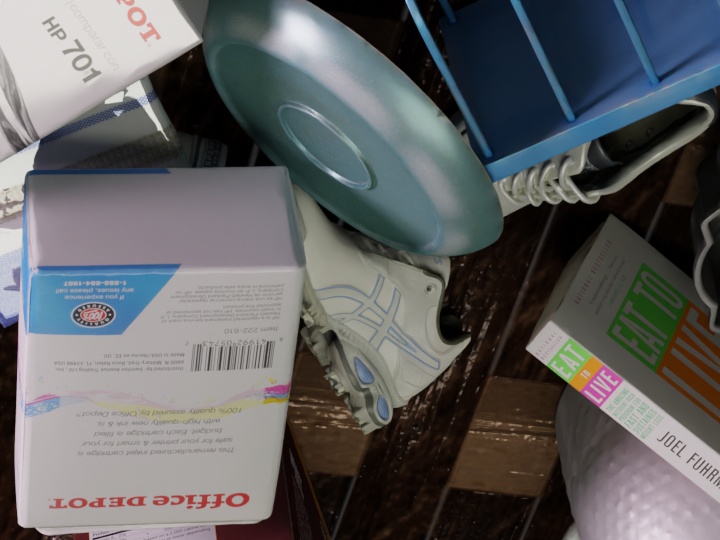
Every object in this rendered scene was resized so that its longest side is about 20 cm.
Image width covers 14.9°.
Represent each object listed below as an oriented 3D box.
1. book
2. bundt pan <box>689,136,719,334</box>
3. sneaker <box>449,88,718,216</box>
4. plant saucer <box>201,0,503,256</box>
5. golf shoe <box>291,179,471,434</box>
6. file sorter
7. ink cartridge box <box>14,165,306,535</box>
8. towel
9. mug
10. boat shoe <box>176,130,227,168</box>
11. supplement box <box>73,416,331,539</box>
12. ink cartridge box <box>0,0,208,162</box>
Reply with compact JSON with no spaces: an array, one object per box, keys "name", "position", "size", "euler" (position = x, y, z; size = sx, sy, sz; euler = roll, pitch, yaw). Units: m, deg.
[{"name":"book","position":[0.193,0.071,1.567],"size":[0.200,0.134,0.048],"euler":[38,121,-2]},{"name":"bundt pan","position":[0.278,-0.038,1.567],"size":[0.200,0.076,0.203],"euler":[-5,129,-7]},{"name":"sneaker","position":[0.108,-0.068,1.523],"size":[0.199,0.071,0.073],"euler":[-33,129,20]},{"name":"plant saucer","position":[-0.012,-0.072,1.432],"size":[0.027,0.200,0.200],"euler":[-50,132,-17]},{"name":"golf shoe","position":[0.000,0.000,1.583],"size":[0.097,0.078,0.200],"euler":[-31,137,-3]},{"name":"file sorter","position":[0.122,-0.164,1.390],"size":[0.199,0.139,0.123],"euler":[-23,128,9]},{"name":"ink cartridge box","position":[-0.113,0.044,1.482],"size":[0.143,0.085,0.201],"euler":[-1,133,-11]},{"name":"towel","position":[-0.176,-0.076,1.470],"size":[0.146,0.024,0.201],"euler":[-21,115,11]},{"name":"mug","position":[0.186,0.161,1.674],"size":[0.147,0.176,0.200],"euler":[29,122,-30]},{"name":"boat shoe","position":[-0.137,0.002,1.555],"size":[0.069,0.071,0.201],"euler":[18,127,-9]},{"name":"supplement box","position":[-0.083,0.210,1.659],"size":[0.132,0.201,0.198],"euler":[-14,133,4]},{"name":"ink cartridge box","position":[-0.195,-0.138,1.379],"size":[0.199,0.086,0.147],"euler":[-29,113,15]}]
